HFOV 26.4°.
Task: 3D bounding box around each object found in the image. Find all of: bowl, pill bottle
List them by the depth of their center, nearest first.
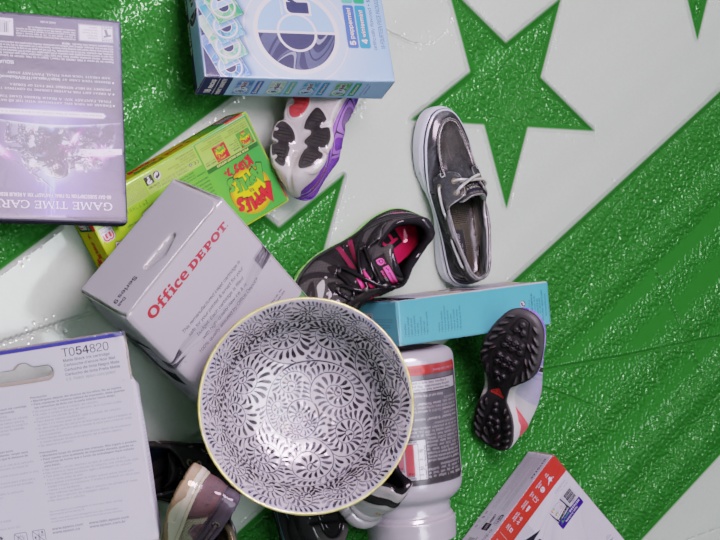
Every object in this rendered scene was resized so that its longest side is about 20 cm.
[{"bbox_3d":[-0.053,0.129,1.455,0.200,0.094,0.202,1,84,-5],"label":"bowl"},{"bbox_3d":[0.047,0.182,1.613,0.115,0.116,0.201,-5,92,-30],"label":"pill bottle"}]

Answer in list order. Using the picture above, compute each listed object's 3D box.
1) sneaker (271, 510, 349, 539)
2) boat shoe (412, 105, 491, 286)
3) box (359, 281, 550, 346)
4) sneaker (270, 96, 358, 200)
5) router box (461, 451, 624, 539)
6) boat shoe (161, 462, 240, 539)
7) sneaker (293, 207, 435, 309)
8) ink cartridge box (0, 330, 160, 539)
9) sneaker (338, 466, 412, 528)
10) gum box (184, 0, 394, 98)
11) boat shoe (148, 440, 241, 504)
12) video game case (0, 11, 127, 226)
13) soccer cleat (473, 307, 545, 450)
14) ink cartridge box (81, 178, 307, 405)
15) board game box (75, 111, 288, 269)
[{"bbox_3d":[-0.073,0.195,1.568,0.075,0.079,0.201,5,65,-39],"label":"sneaker"},{"bbox_3d":[0.112,-0.083,1.680,0.072,0.071,0.201,-15,97,-30],"label":"boat shoe"},{"bbox_3d":[0.103,0.046,1.667,0.199,0.082,0.049,-7,93,-30],"label":"box"},{"bbox_3d":[-0.043,-0.162,1.599,0.080,0.084,0.201,16,64,14],"label":"sneaker"},{"bbox_3d":[0.199,0.339,1.741,0.180,0.049,0.200,49,67,-21],"label":"router box"},{"bbox_3d":[-0.150,0.256,1.458,0.065,0.200,0.072,26,51,10],"label":"boat shoe"},{"bbox_3d":[0.000,0.000,1.605,0.200,0.084,0.077,-46,110,-23],"label":"sneaker"},{"bbox_3d":[-0.295,0.164,1.411,0.198,0.041,0.201,-8,97,-5],"label":"ink cartridge box"},{"bbox_3d":[-0.010,0.153,1.537,0.074,0.080,0.201,-20,79,-45],"label":"sneaker"},{"bbox_3d":[-0.075,-0.259,1.539,0.199,0.045,0.171,-1,71,-21],"label":"gum box"},{"bbox_3d":[-0.190,0.199,1.507,0.199,0.057,0.069,9,85,-30],"label":"boat shoe"},{"bbox_3d":[-0.292,-0.142,1.440,0.142,0.019,0.201,1,79,-23],"label":"video game case"},{"bbox_3d":[0.171,0.107,1.675,0.073,0.068,0.201,-40,149,-40],"label":"soccer cleat"},{"bbox_3d":[-0.148,0.032,1.474,0.146,0.084,0.200,-52,135,-15],"label":"ink cartridge box"},{"bbox_3d":[-0.179,-0.066,1.521,0.200,0.048,0.102,-33,107,-26],"label":"board game box"}]
